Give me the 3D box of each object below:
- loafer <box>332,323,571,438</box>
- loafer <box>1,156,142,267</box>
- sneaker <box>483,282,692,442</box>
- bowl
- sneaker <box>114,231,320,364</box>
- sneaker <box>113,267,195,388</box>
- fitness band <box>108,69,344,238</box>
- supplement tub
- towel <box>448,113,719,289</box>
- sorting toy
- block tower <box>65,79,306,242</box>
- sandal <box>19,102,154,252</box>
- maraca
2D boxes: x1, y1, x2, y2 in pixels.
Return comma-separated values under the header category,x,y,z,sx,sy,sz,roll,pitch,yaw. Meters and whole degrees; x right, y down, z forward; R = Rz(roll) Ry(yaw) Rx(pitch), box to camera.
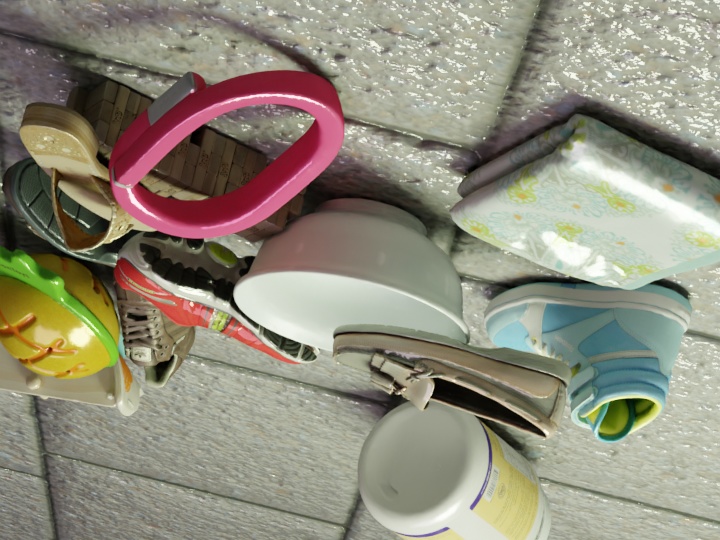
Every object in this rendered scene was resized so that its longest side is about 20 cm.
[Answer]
category,x,y,z,sx,sy,sz,roll,pitch,yaw
loafer,0.071,0.090,1.792,0.199,0.063,0.072,10,162,5
loafer,-0.237,-0.038,1.902,0.063,0.072,0.200,-1,157,47
sneaker,0.179,0.081,1.857,0.199,0.131,0.079,-5,154,41
bowl,0.000,0.000,1.813,0.200,0.091,0.201,10,160,4
sneaker,-0.123,0.024,1.902,0.200,0.077,0.085,31,145,-21
sneaker,-0.195,0.051,2.085,0.070,0.076,0.200,9,159,12
fitness band,-0.100,-0.087,1.639,0.143,0.038,0.200,17,140,-37
supplement tub,0.101,0.229,2.261,0.145,0.146,0.200,0,155,31
towel,0.182,-0.045,1.654,0.171,0.048,0.200,21,157,-21
sorting toy,-0.303,0.095,2.250,0.199,0.107,0.180,8,166,13
block tower,-0.140,-0.085,1.741,0.199,0.054,0.058,24,156,-26
sandal,-0.218,-0.051,1.702,0.077,0.070,0.212,7,158,18
maraca,-0.296,0.031,2.060,0.137,0.107,0.200,16,155,29
